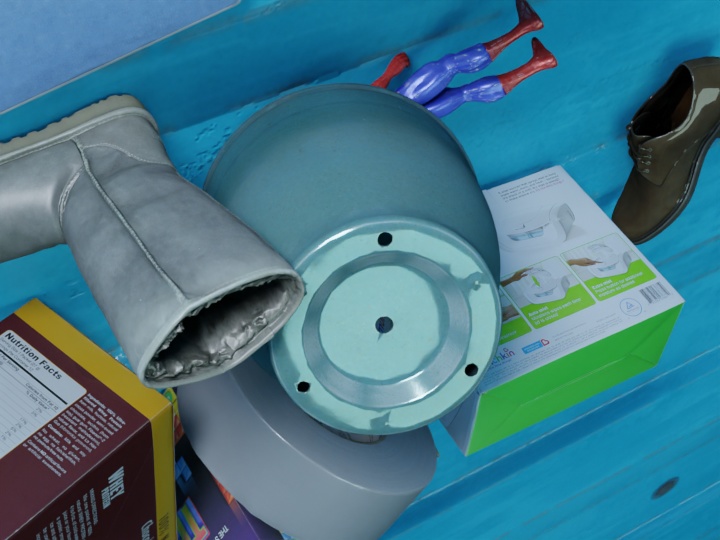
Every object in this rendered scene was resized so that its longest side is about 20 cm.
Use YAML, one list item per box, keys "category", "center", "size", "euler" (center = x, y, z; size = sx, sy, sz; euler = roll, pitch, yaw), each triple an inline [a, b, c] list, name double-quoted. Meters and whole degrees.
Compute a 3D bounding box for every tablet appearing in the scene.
- category: "tablet"
  center: [-0.161, -0.156, 0.612]
  size: [0.200, 0.014, 0.130]
  euler: [-28, 146, -12]

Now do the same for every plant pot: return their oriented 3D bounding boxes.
- category: "plant pot"
  center: [0.000, 0.000, 0.714]
  size: [0.200, 0.188, 0.200]
  euler: [-3, 111, -8]

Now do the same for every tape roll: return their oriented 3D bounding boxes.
- category: "tape roll"
  center: [-0.039, 0.116, 0.881]
  size: [0.200, 0.200, 0.066]
  euler: [11, 123, -48]

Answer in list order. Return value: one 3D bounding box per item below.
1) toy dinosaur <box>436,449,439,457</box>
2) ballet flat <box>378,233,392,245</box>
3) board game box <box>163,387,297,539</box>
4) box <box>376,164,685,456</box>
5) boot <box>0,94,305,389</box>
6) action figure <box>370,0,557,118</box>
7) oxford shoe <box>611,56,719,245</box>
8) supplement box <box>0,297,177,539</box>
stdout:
- category: "toy dinosaur"
  center: [-0.019, 0.149, 1.052]
  size: [0.136, 0.086, 0.200]
  euler: [-31, 141, 3]
- category: "ballet flat"
  center: [-0.033, -0.012, 0.865]
  size: [0.200, 0.069, 0.071]
  euler: [-21, 162, -16]
- category: "board game box"
  center: [-0.149, 0.221, 0.940]
  size: [0.057, 0.165, 0.200]
  euler: [7, 126, -47]
- category: "box"
  center: [0.127, 0.025, 0.943]
  size: [0.200, 0.176, 0.097]
  euler: [-22, 145, -22]
- category: "boot"
  center: [-0.149, -0.002, 0.638]
  size: [0.182, 0.200, 0.073]
  euler: [-34, 146, -4]
- category: "action figure"
  center: [0.038, -0.118, 0.807]
  size: [0.200, 0.052, 0.065]
  euler: [-32, 141, 1]
- category: "oxford shoe"
  center: [0.264, -0.108, 1.019]
  size: [0.084, 0.073, 0.200]
  euler: [3, 129, -24]
- category: "supplement box"
  center: [-0.240, 0.168, 0.767]
  size: [0.200, 0.133, 0.197]
  euler: [-40, 153, -35]
